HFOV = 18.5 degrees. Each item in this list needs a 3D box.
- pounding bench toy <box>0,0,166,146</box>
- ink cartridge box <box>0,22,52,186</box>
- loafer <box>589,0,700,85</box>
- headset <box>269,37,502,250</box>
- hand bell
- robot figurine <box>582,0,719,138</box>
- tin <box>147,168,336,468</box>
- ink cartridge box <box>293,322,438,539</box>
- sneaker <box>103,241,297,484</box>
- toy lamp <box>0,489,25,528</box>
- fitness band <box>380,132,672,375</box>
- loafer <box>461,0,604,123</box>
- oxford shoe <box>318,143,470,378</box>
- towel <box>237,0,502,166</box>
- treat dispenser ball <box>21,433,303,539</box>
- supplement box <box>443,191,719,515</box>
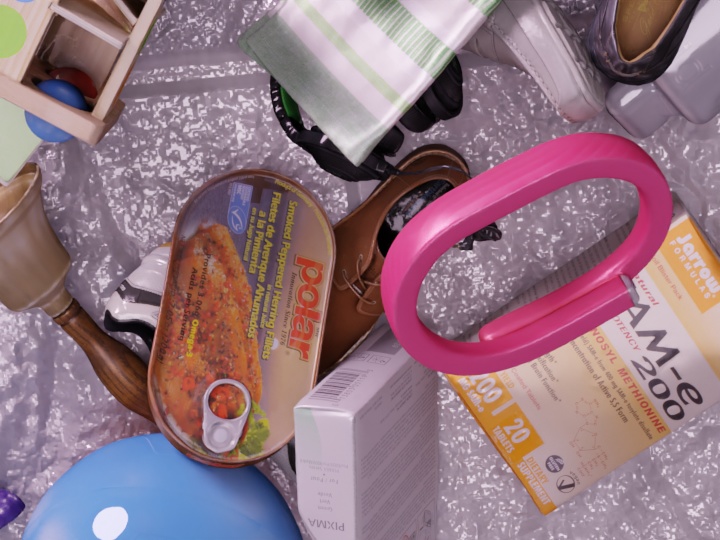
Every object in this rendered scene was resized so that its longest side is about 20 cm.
[{"bbox_3d":[-0.222,-0.187,1.397,0.199,0.124,0.157,28,101,-5],"label":"pounding bench toy"},{"bbox_3d":[-0.229,-0.180,1.485,0.145,0.048,0.200,39,102,-7],"label":"ink cartridge box"},{"bbox_3d":[0.196,-0.209,1.348,0.072,0.072,0.202,16,97,2],"label":"loafer"},{"bbox_3d":[0.023,-0.100,1.458,0.123,0.094,0.201,-42,58,11],"label":"headset"},{"bbox_3d":[-0.199,0.033,1.528,0.104,0.104,0.200,-36,113,9],"label":"hand bell"},{"bbox_3d":[0.233,-0.175,1.440,0.200,0.113,0.170,-41,68,9],"label":"robot figurine"},{"bbox_3d":[-0.078,0.033,1.467,0.111,0.042,0.202,11,73,-3],"label":"tin"},{"bbox_3d":[0.008,0.156,1.501,0.050,0.161,0.202,8,111,20],"label":"ink cartridge box"},{"bbox_3d":[-0.099,0.081,1.516,0.088,0.076,0.200,-39,91,-23],"label":"sneaker"},{"bbox_3d":[-0.308,0.095,1.547,0.058,0.058,0.201,-27,100,7],"label":"toy lamp"},{"bbox_3d":[0.108,-0.008,1.410,0.199,0.038,0.144,-28,134,1],"label":"fitness band"},{"bbox_3d":[0.090,-0.163,1.431,0.070,0.070,0.201,-39,56,11],"label":"loafer"},{"bbox_3d":[0.000,0.000,1.511,0.071,0.071,0.200,36,103,-8],"label":"oxford shoe"},{"bbox_3d":[0.022,-0.184,1.424,0.200,0.153,0.023,-48,140,6],"label":"towel"},{"bbox_3d":[-0.134,0.211,1.497,0.199,0.201,0.203,0,103,1],"label":"treat dispenser ball"},{"bbox_3d":[0.171,0.057,1.516,0.199,0.074,0.126,-35,99,8],"label":"supplement box"}]
